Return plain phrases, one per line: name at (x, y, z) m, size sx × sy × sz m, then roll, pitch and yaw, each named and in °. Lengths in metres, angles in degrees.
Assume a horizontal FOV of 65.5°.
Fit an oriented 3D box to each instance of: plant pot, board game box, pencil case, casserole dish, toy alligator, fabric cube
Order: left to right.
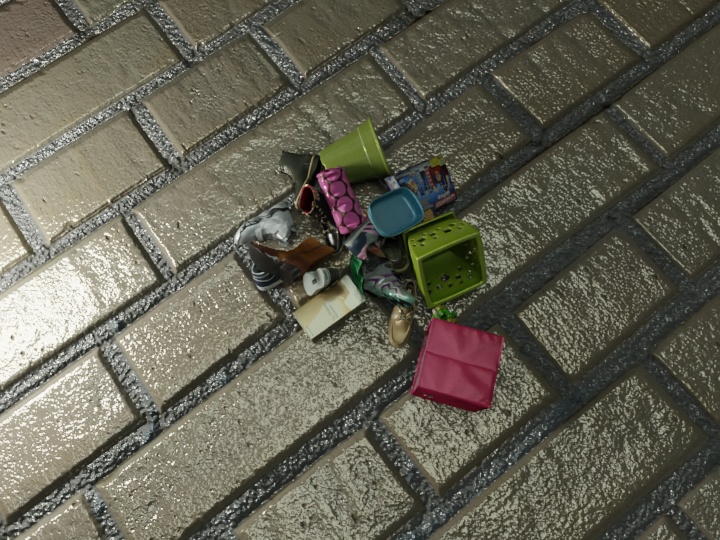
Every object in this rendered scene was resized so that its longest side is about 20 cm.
pencil case at (-0.054, -0.215, 1.679) m, size 0.093 × 0.091 × 0.201 m, roll -23°, pitch 99°, yaw 15°
plant pot at (-0.022, -0.352, 1.756) m, size 0.188 × 0.200 × 0.202 m, roll -20°, pitch 73°, yaw 7°
casserole dish at (0.098, -0.165, 1.616) m, size 0.199 × 0.039 × 0.122 m, roll -30°, pitch 86°, yaw -36°
board game box at (0.197, -0.229, 1.738) m, size 0.199 × 0.062 × 0.202 m, roll -27°, pitch 104°, yaw -25°
toy alligator at (0.225, 0.136, 1.595) m, size 0.054 × 0.200 × 0.059 m, roll -44°, pitch 68°, yaw 15°
plant pot at (0.233, -0.046, 1.624) m, size 0.198 × 0.200 × 0.182 m, roll -22°, pitch 39°, yaw -5°
fabric cube at (0.261, 0.265, 1.540) m, size 0.197 × 0.196 × 0.202 m, roll 15°, pitch 73°, yaw 4°

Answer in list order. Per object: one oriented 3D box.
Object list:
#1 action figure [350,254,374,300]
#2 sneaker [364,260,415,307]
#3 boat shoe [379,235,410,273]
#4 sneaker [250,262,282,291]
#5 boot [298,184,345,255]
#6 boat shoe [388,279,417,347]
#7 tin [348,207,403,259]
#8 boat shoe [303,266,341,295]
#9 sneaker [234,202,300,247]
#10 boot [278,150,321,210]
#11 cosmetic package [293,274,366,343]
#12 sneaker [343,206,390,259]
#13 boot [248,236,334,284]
action figure at (0.000, 0.000, 1.644) m, size 0.054 × 0.200 × 0.119 m, roll -6°, pitch 111°, yaw -10°
sneaker at (0.104, 0.021, 1.642) m, size 0.199 × 0.078 × 0.141 m, roll 20°, pitch 71°, yaw 42°
boat shoe at (0.088, -0.080, 1.647) m, size 0.071 × 0.066 × 0.202 m, roll -26°, pitch 49°, yaw 1°
sneaker at (-0.238, -0.024, 1.681) m, size 0.199 × 0.109 × 0.070 m, roll -34°, pitch 59°, yaw -8°
boot at (-0.116, -0.155, 1.696) m, size 0.073 × 0.150 × 0.202 m, roll -16°, pitch 68°, yaw 27°
boat shoe at (0.125, 0.125, 1.654) m, size 0.071 × 0.065 × 0.202 m, roll 11°, pitch 73°, yaw 4°
tin at (0.043, -0.114, 1.745) m, size 0.199 × 0.042 × 0.112 m, roll 38°, pitch 73°, yaw 12°
boat shoe at (-0.114, 0.030, 1.634) m, size 0.063 × 0.200 × 0.071 m, roll -12°, pitch 88°, yaw -25°
sneaker at (-0.285, -0.115, 1.732) m, size 0.199 × 0.075 × 0.115 m, roll -35°, pitch 72°, yaw -12°
boot at (-0.216, -0.291, 1.794) m, size 0.137 × 0.078 × 0.201 m, roll 13°, pitch 60°, yaw 9°
cosmetic package at (-0.089, 0.114, 1.659) m, size 0.199 × 0.071 × 0.105 m, roll -37°, pitch 76°, yaw -10°
sneaker at (0.037, -0.109, 1.627) m, size 0.082 × 0.070 × 0.200 m, roll 48°, pitch 60°, yaw -5°
boot at (-0.203, -0.060, 1.636) m, size 0.187 × 0.069 × 0.200 m, roll 23°, pitch 40°, yaw 24°
